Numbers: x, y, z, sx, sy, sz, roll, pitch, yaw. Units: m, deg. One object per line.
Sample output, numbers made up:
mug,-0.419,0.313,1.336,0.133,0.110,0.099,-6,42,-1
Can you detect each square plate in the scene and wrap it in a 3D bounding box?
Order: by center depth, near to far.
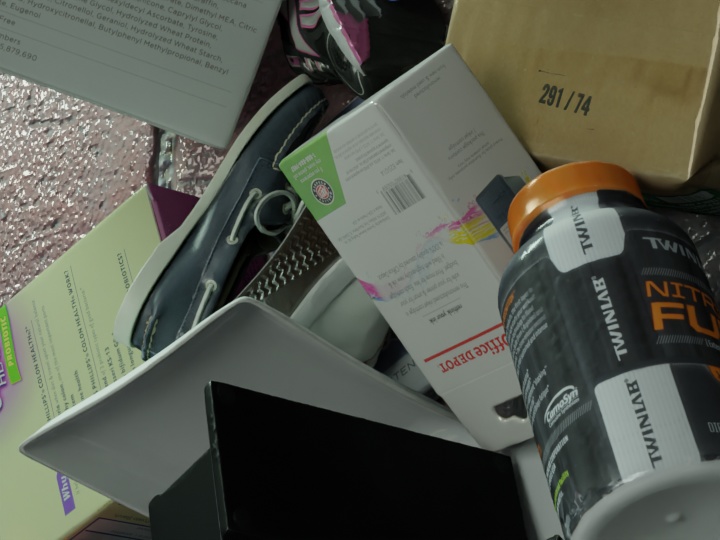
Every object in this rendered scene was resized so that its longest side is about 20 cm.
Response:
square plate,-0.059,0.092,1.474,0.200,0.198,0.029,-33,41,34

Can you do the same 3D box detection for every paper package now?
paper package,0.150,-0.134,1.389,0.199,0.103,0.192,11,88,45

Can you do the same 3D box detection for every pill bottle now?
pill bottle,0.128,0.043,1.261,0.106,0.106,0.201,-39,48,30

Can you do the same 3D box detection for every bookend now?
bookend,-0.044,0.169,1.403,0.200,0.198,0.093,-45,42,39

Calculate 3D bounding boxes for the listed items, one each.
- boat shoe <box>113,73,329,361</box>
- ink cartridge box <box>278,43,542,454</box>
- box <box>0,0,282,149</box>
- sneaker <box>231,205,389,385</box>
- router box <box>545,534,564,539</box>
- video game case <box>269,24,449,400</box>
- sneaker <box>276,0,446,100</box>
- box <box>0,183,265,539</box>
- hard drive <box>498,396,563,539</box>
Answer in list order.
boat shoe,-0.070,-0.027,1.526,0.062,0.075,0.200,30,67,10
ink cartridge box,0.058,-0.008,1.390,0.200,0.067,0.117,55,148,-4
box,-0.171,-0.180,1.611,0.131,0.199,0.199,-69,20,6
sneaker,0.000,0.000,1.504,0.200,0.085,0.073,-46,43,-2
router box,0.073,0.233,1.333,0.200,0.149,0.051,-31,23,36
video game case,0.022,-0.017,1.540,0.182,0.023,0.201,-40,54,30
sneaker,-0.006,-0.143,1.565,0.200,0.080,0.087,-109,34,-58
box,-0.144,0.078,1.627,0.200,0.096,0.177,-37,55,31
hard drive,0.124,0.124,1.397,0.132,0.027,0.201,19,92,46
